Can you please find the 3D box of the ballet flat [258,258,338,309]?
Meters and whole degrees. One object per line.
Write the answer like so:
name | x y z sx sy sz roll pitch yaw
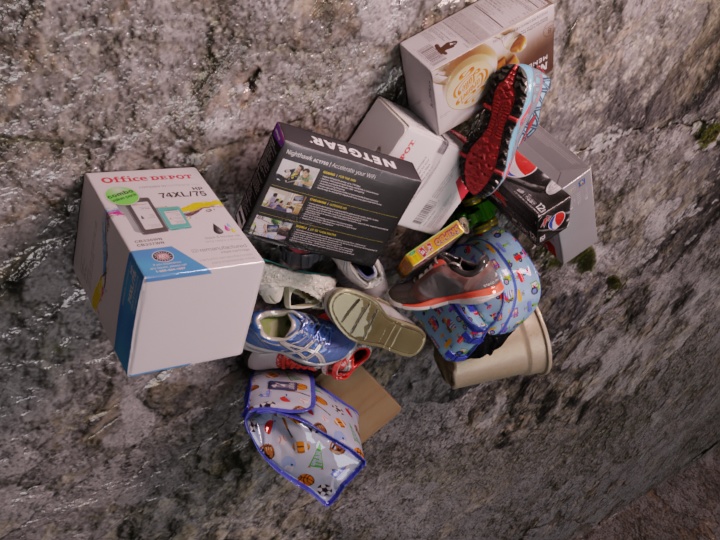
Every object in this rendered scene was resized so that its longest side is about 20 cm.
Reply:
ballet flat | -0.107 0.022 1.217 0.199 0.072 0.072 15 118 -48

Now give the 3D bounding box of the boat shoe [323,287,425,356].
boat shoe | 0.013 0.076 1.302 0.200 0.068 0.075 33 94 -36

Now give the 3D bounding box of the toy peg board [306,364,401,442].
toy peg board | -0.066 0.236 1.493 0.200 0.098 0.199 -40 129 1

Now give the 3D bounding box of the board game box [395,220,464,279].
board game box | 0.106 -0.029 1.319 0.095 0.030 0.200 -34 178 -6

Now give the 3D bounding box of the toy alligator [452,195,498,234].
toy alligator | 0.176 -0.086 1.347 0.054 0.060 0.200 -18 -174 30

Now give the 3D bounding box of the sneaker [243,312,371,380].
sneaker | -0.080 0.136 1.340 0.201 0.108 0.067 -20 140 -25

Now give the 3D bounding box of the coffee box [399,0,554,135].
coffee box | 0.161 -0.290 1.127 0.199 0.080 0.115 -31 144 -13

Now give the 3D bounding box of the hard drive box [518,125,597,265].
hard drive box | 0.306 -0.129 1.362 0.077 0.156 0.200 -36 143 -5

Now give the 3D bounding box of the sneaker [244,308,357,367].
sneaker | -0.092 0.101 1.264 0.199 0.076 0.077 7 160 -24

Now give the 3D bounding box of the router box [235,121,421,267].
router box | -0.041 -0.092 1.068 0.199 0.051 0.150 13 124 -28

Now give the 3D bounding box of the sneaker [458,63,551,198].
sneaker | 0.209 -0.187 1.145 0.095 0.079 0.201 -14 137 -40

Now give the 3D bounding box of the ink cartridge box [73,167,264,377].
ink cartridge box | -0.232 -0.006 0.977 0.146 0.200 0.147 -9 133 -35

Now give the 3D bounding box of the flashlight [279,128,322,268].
flashlight | -0.074 -0.094 1.132 0.067 0.068 0.201 -4 137 -15

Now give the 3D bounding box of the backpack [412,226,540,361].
backpack | 0.196 0.034 1.385 0.134 0.183 0.200 -13 153 -37

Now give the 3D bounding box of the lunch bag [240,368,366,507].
lunch bag | -0.097 0.243 1.314 0.200 0.170 0.124 36 100 -12

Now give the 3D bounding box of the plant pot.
plant pot | 0.233 0.131 1.567 0.183 0.201 0.201 -18 140 -9

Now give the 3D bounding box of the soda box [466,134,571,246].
soda box | 0.229 -0.131 1.252 0.063 0.200 0.071 -31 143 -13

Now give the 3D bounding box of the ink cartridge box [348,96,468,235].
ink cartridge box | 0.069 -0.145 1.195 0.199 0.084 0.145 12 121 -49

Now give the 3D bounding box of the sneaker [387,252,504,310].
sneaker | 0.127 0.010 1.296 0.077 0.199 0.082 -37 114 -54

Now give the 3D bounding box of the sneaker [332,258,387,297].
sneaker | 0.000 0.000 1.286 0.074 0.087 0.200 -42 146 -2
